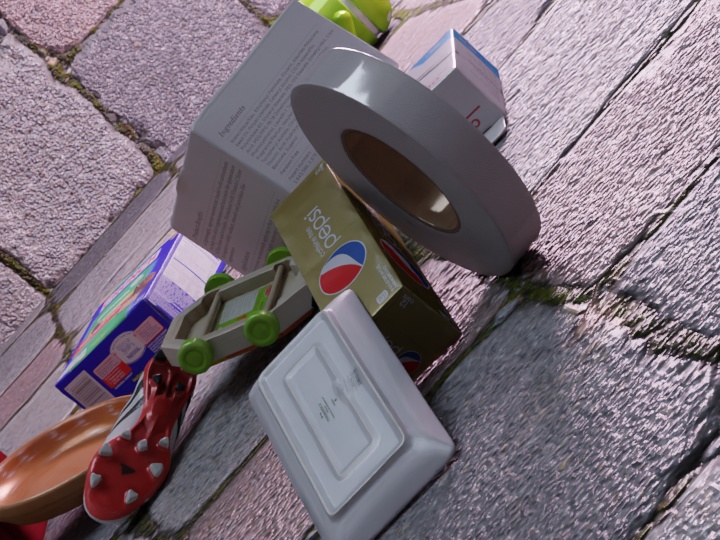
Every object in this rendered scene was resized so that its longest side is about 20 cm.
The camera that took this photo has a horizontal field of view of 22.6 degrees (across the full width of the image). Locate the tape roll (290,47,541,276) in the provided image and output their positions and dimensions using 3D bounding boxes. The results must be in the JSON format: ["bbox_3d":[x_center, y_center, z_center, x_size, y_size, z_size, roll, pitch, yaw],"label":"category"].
[{"bbox_3d":[0.038,-0.074,1.259,0.037,0.203,0.203,-51,13,-13],"label":"tape roll"}]

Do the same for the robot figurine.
[{"bbox_3d":[-0.040,-0.328,2.447,0.200,0.116,0.176,-46,14,4],"label":"robot figurine"}]

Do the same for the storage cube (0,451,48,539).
[{"bbox_3d":[-0.444,0.266,1.871,0.171,0.180,0.200,-46,12,7],"label":"storage cube"}]

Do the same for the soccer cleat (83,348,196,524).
[{"bbox_3d":[-0.203,0.162,1.665,0.085,0.068,0.201,112,178,-48],"label":"soccer cleat"}]

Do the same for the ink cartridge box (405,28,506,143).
[{"bbox_3d":[0.069,-0.140,1.646,0.116,0.067,0.200,-44,13,15],"label":"ink cartridge box"}]

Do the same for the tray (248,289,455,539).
[{"bbox_3d":[-0.015,0.094,1.168,0.107,0.022,0.200,-46,35,8],"label":"tray"}]

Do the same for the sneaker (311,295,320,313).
[{"bbox_3d":[-0.011,0.002,1.475,0.079,0.075,0.200,-48,12,7],"label":"sneaker"}]

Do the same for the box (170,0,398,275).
[{"bbox_3d":[-0.079,-0.124,1.810,0.200,0.130,0.199,-55,-6,-29],"label":"box"}]

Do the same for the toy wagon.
[{"bbox_3d":[-0.089,0.029,1.662,0.199,0.040,0.155,-22,20,15],"label":"toy wagon"}]

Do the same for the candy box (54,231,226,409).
[{"bbox_3d":[-0.251,0.057,2.087,0.169,0.077,0.200,-42,13,25],"label":"candy box"}]

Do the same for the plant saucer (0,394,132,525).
[{"bbox_3d":[-0.285,0.191,1.783,0.199,0.038,0.200,-25,16,8],"label":"plant saucer"}]

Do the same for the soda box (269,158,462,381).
[{"bbox_3d":[0.000,0.000,1.315,0.064,0.068,0.200,-46,33,9],"label":"soda box"}]
